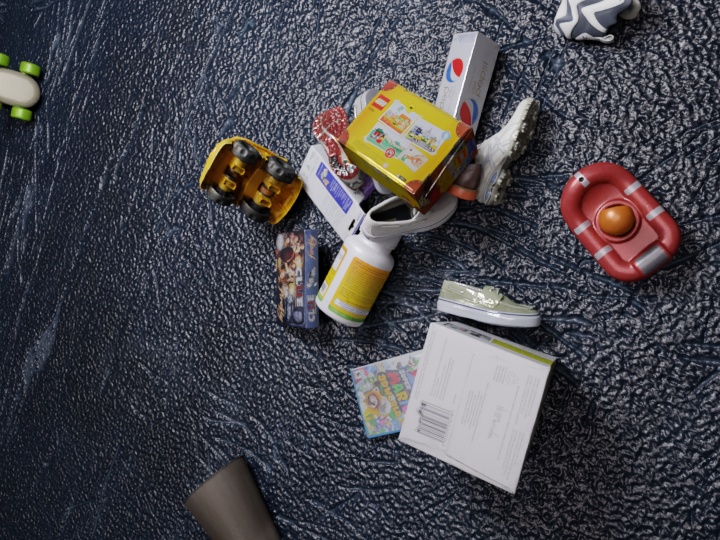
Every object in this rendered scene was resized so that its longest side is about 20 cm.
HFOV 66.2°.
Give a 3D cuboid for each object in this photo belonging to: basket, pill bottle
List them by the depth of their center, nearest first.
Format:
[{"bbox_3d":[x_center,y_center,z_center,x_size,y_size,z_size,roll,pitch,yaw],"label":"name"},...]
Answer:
[{"bbox_3d":[0.000,0.000,1.106,0.110,0.111,0.202,34,104,23],"label":"pill bottle"},{"bbox_3d":[-0.278,0.555,1.238,0.180,0.136,0.201,-42,75,15],"label":"basket"}]

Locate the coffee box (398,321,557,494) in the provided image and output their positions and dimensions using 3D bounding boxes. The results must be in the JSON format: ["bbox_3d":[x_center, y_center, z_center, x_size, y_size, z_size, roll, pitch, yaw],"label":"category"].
[{"bbox_3d":[0.206,0.215,0.940,0.197,0.197,0.203,18,93,23],"label":"coffee box"}]

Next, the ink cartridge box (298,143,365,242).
[{"bbox_3d":[-0.054,-0.160,1.159,0.201,0.039,0.100,54,136,18],"label":"ink cartridge box"}]

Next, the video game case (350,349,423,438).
[{"bbox_3d":[0.082,0.247,1.113,0.197,0.018,0.146,-20,80,26],"label":"video game case"}]

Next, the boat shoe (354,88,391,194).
[{"bbox_3d":[0.026,-0.249,1.091,0.065,0.071,0.204,-4,103,57],"label":"boat shoe"}]

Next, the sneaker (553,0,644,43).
[{"bbox_3d":[0.422,-0.474,0.910,0.128,0.079,0.202,31,103,23],"label":"sneaker"}]

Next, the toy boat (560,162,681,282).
[{"bbox_3d":[0.409,-0.082,0.882,0.130,0.130,0.201,-42,72,20],"label":"toy boat"}]

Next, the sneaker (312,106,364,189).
[{"bbox_3d":[-0.043,-0.248,1.120,0.077,0.082,0.203,-20,60,8],"label":"sneaker"}]

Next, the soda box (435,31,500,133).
[{"bbox_3d":[0.190,-0.329,1.026,0.063,0.067,0.204,25,102,51],"label":"soda box"}]

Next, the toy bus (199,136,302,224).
[{"bbox_3d":[-0.245,-0.224,1.195,0.136,0.198,0.193,-50,40,22],"label":"toy bus"}]

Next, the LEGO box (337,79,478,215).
[{"bbox_3d":[0.080,-0.220,0.970,0.149,0.077,0.199,-47,61,-4],"label":"LEGO box"}]

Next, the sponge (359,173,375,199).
[{"bbox_3d":[0.032,-0.256,1.139,0.200,0.030,0.112,-48,69,19],"label":"sponge"}]

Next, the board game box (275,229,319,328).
[{"bbox_3d":[-0.138,0.018,1.191,0.134,0.034,0.205,-3,88,54],"label":"board game box"}]

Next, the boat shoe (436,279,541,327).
[{"bbox_3d":[0.231,0.060,1.008,0.197,0.072,0.063,10,96,30],"label":"boat shoe"}]

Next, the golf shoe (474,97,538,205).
[{"bbox_3d":[0.248,-0.224,1.003,0.096,0.078,0.203,31,102,30],"label":"golf shoe"}]

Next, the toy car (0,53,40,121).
[{"bbox_3d":[-1.071,-0.551,1.687,0.199,0.156,0.168,15,93,55],"label":"toy car"}]

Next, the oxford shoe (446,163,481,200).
[{"bbox_3d":[0.153,-0.203,1.034,0.199,0.070,0.074,39,122,39],"label":"oxford shoe"}]

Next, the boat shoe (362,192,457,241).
[{"bbox_3d":[0.096,-0.114,1.021,0.196,0.066,0.073,-16,70,-13],"label":"boat shoe"}]
